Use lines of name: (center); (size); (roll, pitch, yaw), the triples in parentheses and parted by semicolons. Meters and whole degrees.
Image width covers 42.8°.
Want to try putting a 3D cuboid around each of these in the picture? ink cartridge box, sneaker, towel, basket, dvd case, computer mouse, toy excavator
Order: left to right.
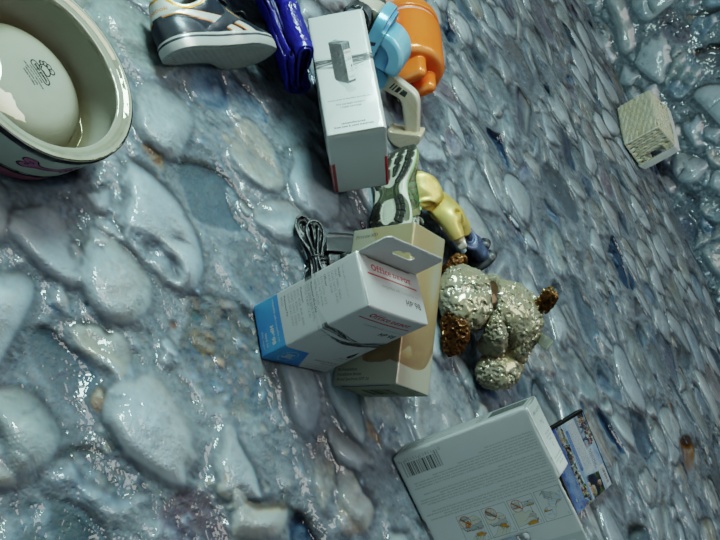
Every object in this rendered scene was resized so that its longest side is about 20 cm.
sneaker: (-0.180, -0.300, 1.138); (0.199, 0.078, 0.080); (-16, 83, -59)
towel: (-0.118, -0.354, 1.258); (0.148, 0.049, 0.202); (114, -42, -75)
ink cartridge box: (-0.017, -0.234, 1.274); (0.145, 0.082, 0.202); (84, -3, -64)
ink cartridge box: (-0.008, 0.043, 1.025); (0.115, 0.199, 0.068); (19, 51, -49)
computer mouse: (0.000, 0.000, 1.215); (0.199, 0.052, 0.140); (16, 54, -52)
toy excavator: (0.042, -0.314, 1.455); (0.198, 0.196, 0.100); (31, 35, 0)
sneaker: (0.063, -0.104, 1.388); (0.089, 0.076, 0.202); (50, 38, -41)
ink cartridge box: (0.161, 0.268, 1.117); (0.175, 0.199, 0.043); (63, 30, -1)
dvd case: (0.371, 0.326, 1.579); (0.199, 0.017, 0.144); (-7, 73, -58)
basket: (0.888, -0.440, 2.843); (0.123, 0.135, 0.202); (38, 38, -33)

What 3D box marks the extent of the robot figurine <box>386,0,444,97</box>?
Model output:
robot figurine: (0.084, -0.384, 1.575); (0.142, 0.117, 0.202); (11, 55, -21)

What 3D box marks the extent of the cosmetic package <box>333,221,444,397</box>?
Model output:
cosmetic package: (0.036, 0.050, 1.130); (0.071, 0.104, 0.203); (26, 64, -46)

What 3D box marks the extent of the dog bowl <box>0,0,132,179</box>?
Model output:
dog bowl: (-0.311, -0.174, 0.845); (0.200, 0.073, 0.202); (37, 39, -37)

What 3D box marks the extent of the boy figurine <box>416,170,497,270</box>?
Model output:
boy figurine: (0.141, -0.077, 1.473); (0.200, 0.064, 0.125); (41, 18, -31)

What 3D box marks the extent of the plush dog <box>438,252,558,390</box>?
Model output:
plush dog: (0.190, 0.058, 1.401); (0.170, 0.161, 0.202); (19, 49, -20)
